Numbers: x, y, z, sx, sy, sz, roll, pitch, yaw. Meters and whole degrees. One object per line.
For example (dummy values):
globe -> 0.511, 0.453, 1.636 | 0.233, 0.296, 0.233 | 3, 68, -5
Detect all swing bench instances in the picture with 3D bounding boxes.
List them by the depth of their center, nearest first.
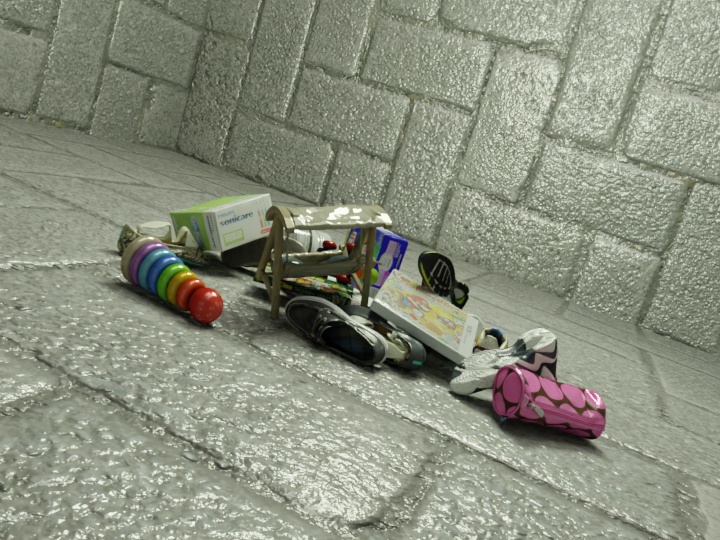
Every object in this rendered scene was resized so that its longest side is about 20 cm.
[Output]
swing bench -> -0.072, -0.037, 1.216 | 0.194, 0.203, 0.131 | -2, 37, -25

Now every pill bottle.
pill bottle -> -0.177, -0.065, 1.658 | 0.196, 0.116, 0.113 | 13, 10, -32

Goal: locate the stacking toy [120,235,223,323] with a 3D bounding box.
stacking toy -> -0.291, 0.020, 1.072 | 0.198, 0.087, 0.085 | 28, 13, 28

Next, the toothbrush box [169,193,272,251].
toothbrush box -> -0.293, -0.103, 1.436 | 0.144, 0.088, 0.198 | -23, 16, -38

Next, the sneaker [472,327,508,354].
sneaker -> 0.263, 0.155, 1.321 | 0.073, 0.092, 0.200 | 20, 10, 13

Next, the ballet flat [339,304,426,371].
ballet flat -> 0.023, 0.114, 1.167 | 0.197, 0.075, 0.073 | 26, 12, 28

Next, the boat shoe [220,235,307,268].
boat shoe -> -0.207, -0.039, 1.487 | 0.195, 0.078, 0.072 | 5, -3, 9

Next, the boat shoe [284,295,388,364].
boat shoe -> -0.048, 0.102, 1.116 | 0.197, 0.071, 0.066 | 29, 10, 16

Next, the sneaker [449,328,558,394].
sneaker -> 0.253, 0.195, 1.144 | 0.196, 0.132, 0.079 | -25, 24, -14

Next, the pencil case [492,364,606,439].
pencil case -> 0.305, 0.215, 1.071 | 0.196, 0.093, 0.093 | 16, -4, -25

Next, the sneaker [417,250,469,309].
sneaker -> 0.153, 0.021, 1.376 | 0.080, 0.075, 0.200 | 20, -19, 36

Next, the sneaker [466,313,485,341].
sneaker -> 0.171, 0.121, 1.477 | 0.196, 0.079, 0.082 | 18, -18, -8

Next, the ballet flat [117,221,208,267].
ballet flat -> -0.379, -0.056, 1.328 | 0.197, 0.077, 0.067 | 10, 11, -42

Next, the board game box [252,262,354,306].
board game box -> -0.110, 0.027, 1.343 | 0.195, 0.024, 0.105 | 16, 10, -2

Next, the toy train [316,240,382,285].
toy train -> 0.000, 0.000, 1.434 | 0.197, 0.087, 0.115 | 8, -14, 41

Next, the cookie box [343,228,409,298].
cookie box -> 0.018, -0.022, 1.618 | 0.074, 0.175, 0.200 | 16, 8, -26

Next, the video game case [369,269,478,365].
video game case -> 0.123, 0.082, 1.240 | 0.197, 0.023, 0.182 | 31, 23, 4

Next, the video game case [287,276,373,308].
video game case -> -0.060, 0.055, 1.434 | 0.179, 0.037, 0.198 | 10, 13, -43
